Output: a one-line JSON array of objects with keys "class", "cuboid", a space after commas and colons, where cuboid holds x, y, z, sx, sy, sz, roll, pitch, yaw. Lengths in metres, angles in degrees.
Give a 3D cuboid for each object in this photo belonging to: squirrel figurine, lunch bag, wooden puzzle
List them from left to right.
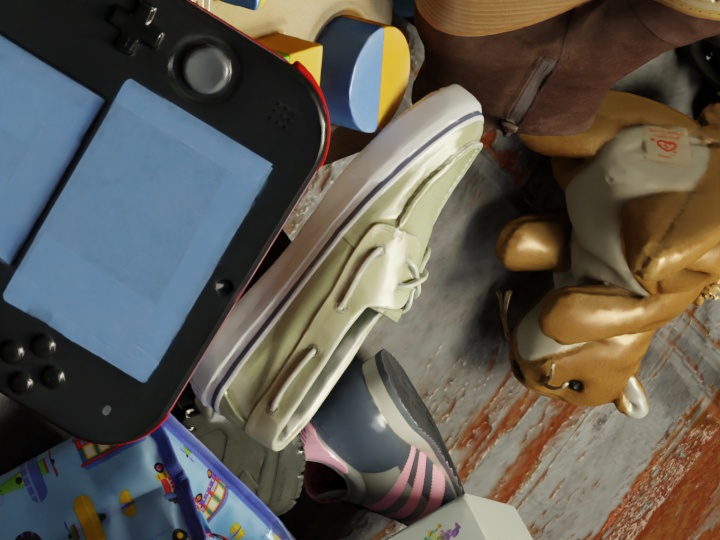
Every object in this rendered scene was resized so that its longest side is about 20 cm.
[{"class": "lunch bag", "cuboid": [-0.120, 0.161, 1.324, 0.150, 0.095, 0.200, -28, 156, 8]}, {"class": "wooden puzzle", "cuboid": [-0.023, -0.126, 1.177, 0.200, 0.046, 0.187, -29, 128, -55]}, {"class": "squirrel figurine", "cuboid": [0.171, -0.004, 1.499, 0.199, 0.142, 0.188, -22, 141, -33]}]

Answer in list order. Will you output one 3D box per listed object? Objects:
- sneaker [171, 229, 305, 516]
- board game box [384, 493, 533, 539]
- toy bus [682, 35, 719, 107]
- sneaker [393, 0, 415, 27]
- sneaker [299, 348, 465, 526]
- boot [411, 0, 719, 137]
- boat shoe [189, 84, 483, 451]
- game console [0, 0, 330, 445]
[{"class": "sneaker", "cuboid": [-0.073, 0.056, 1.328, 0.090, 0.076, 0.201, -14, 126, -29]}, {"class": "board game box", "cuboid": [0.004, 0.205, 1.449, 0.199, 0.065, 0.147, -31, 165, 9]}, {"class": "toy bus", "cuboid": [0.304, -0.112, 1.508, 0.136, 0.192, 0.200, -43, 145, -16]}, {"class": "sneaker", "cuboid": [0.111, -0.163, 1.294, 0.198, 0.071, 0.083, -16, 151, 13]}, {"class": "sneaker", "cuboid": [0.010, 0.114, 1.487, 0.082, 0.070, 0.200, -26, 145, 3]}, {"class": "boot", "cuboid": [0.123, -0.120, 1.244, 0.167, 0.198, 0.073, 94, 0, -64]}, {"class": "boat shoe", "cuboid": [0.000, 0.000, 1.247, 0.200, 0.062, 0.072, -50, 166, 5]}, {"class": "game console", "cuboid": [-0.125, -0.037, 1.106, 0.201, 0.176, 0.031, -57, -171, 18]}]
